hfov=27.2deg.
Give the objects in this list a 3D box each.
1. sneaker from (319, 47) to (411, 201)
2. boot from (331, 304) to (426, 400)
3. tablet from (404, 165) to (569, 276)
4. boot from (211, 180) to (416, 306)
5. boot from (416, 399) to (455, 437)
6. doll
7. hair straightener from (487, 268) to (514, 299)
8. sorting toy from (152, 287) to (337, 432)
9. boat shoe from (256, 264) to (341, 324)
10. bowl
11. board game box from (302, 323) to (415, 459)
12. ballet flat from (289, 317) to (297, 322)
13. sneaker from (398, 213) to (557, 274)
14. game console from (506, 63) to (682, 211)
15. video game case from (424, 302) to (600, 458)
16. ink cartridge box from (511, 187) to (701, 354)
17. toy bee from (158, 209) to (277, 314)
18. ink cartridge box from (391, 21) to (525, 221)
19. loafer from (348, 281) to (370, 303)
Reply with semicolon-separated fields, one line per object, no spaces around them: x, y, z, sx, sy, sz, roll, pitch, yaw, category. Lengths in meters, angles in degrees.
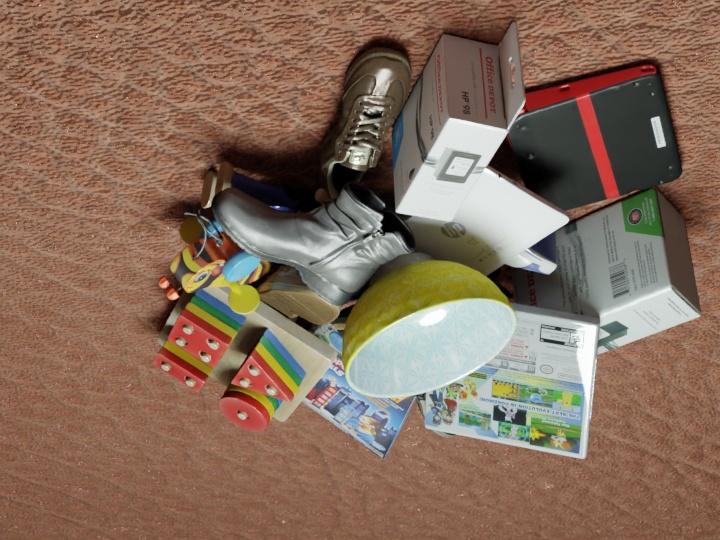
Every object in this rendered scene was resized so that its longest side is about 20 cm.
0.008;-0.146;1.563;0.070;0.076;0.200;6;145;-14;sneaker
0.054;0.102;1.795;0.200;0.139;0.077;-7;-174;-40;boot
0.120;-0.040;1.659;0.130;0.014;0.200;28;138;-25;tablet
-0.048;-0.057;1.588;0.200;0.070;0.132;31;128;-23;boot
0.154;0.158;2.015;0.153;0.074;0.204;-10;142;19;boot
-0.072;-0.074;1.680;0.200;0.049;0.136;13;162;-26;doll
0.121;-0.002;1.815;0.200;0.041;0.077;18;141;-27;hair straightener
-0.156;0.113;1.846;0.199;0.070;0.200;33;145;-3;sorting toy
-0.068;0.017;1.737;0.071;0.065;0.200;38;166;-21;boat shoe
0.063;0.045;1.663;0.200;0.108;0.200;-16;150;-9;bowl
0.005;0.137;1.944;0.200;0.062;0.200;36;143;-7;board game box
-0.123;0.090;1.909;0.069;0.070;0.200;7;145;-14;ballet flat
0.123;-0.046;1.728;0.199;0.081;0.115;23;142;-22;sneaker
0.254;-0.142;1.637;0.176;0.031;0.200;-16;144;11;game console
0.175;0.122;1.748;0.199;0.022;0.183;9;117;16;video game case
0.286;0.012;1.757;0.200;0.147;0.083;-23;141;29;ink cartridge box
-0.177;-0.013;1.698;0.109;0.131;0.200;-40;140;11;toy bee
0.096;-0.156;1.520;0.067;0.116;0.200;9;143;-16;ink cartridge box
0.000;0.000;1.755;0.063;0.072;0.200;-1;168;-7;loafer
